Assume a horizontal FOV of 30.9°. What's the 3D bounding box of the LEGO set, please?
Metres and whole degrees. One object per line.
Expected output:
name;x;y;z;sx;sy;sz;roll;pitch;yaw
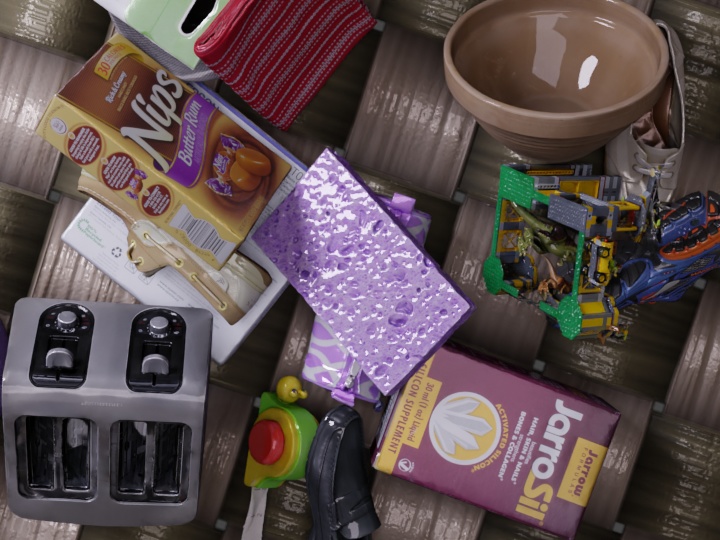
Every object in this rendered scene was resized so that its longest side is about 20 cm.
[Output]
LEGO set;0.205;-0.023;1.172;0.115;0.200;0.156;-3;99;-24

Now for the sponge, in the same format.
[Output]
sponge;0.000;0.000;1.162;0.112;0.030;0.200;-46;72;13

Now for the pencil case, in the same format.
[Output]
pencil case;0.005;0.026;1.218;0.083;0.086;0.202;15;92;0

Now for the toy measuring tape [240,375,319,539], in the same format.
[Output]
toy measuring tape;-0.075;0.201;1.231;0.073;0.074;0.202;9;91;-1

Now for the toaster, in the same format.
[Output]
toaster;-0.228;0.132;1.176;0.179;0.119;0.201;5;127;-7

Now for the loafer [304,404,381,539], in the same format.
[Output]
loafer;-0.011;0.222;1.214;0.070;0.068;0.203;17;115;33

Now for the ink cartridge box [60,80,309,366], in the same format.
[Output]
ink cartridge box;-0.146;-0.048;1.234;0.199;0.041;0.200;39;92;-2

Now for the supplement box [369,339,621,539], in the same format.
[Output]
supplement box;0.121;0.151;1.217;0.198;0.103;0.132;20;92;-2

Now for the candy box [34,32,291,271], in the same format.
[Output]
candy box;-0.169;-0.105;1.143;0.199;0.117;0.057;36;132;-7

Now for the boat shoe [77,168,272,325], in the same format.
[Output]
boat shoe;-0.177;-0.023;1.178;0.199;0.074;0.067;33;87;-2

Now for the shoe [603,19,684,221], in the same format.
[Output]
shoe;0.269;-0.136;1.225;0.069;0.053;0.202;3;93;0

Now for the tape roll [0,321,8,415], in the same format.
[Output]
tape roll;-0.434;0.095;1.220;0.198;0.085;0.202;0;92;0

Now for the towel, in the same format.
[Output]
towel;-0.061;-0.209;1.152;0.022;0.200;0.145;40;92;23

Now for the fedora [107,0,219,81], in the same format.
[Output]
fedora;-0.130;-0.273;1.196;0.177;0.090;0.200;40;99;-1

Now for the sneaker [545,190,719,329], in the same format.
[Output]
sneaker;0.266;0.007;1.224;0.199;0.076;0.079;-27;134;15

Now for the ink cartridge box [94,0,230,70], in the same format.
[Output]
ink cartridge box;-0.190;-0.270;1.124;0.199;0.059;0.104;35;99;4

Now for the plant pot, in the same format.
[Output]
plant pot;0.175;-0.165;1.184;0.199;0.202;0.093;-5;135;0
